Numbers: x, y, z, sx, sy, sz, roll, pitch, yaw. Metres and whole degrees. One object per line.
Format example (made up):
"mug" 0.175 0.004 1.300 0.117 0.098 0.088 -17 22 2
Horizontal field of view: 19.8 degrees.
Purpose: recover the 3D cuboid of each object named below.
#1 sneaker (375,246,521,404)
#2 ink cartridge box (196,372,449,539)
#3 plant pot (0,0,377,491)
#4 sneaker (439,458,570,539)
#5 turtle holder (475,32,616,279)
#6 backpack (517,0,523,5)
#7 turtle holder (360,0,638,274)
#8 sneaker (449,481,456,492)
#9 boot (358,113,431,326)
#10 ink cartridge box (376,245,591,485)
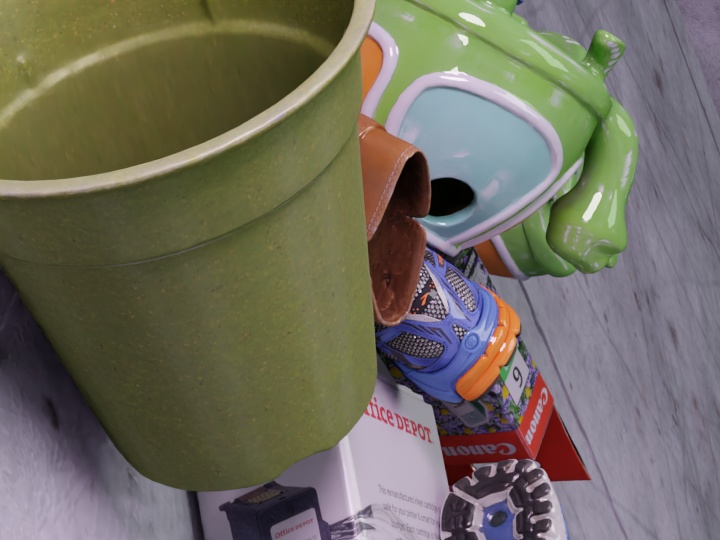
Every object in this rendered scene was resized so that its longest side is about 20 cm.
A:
"sneaker" 0.000 0.000 1.055 0.078 0.200 0.076 43 76 -36
"ink cartridge box" -0.006 0.156 1.004 0.145 0.084 0.201 31 45 -65
"plant pot" -0.072 -0.015 0.858 0.201 0.199 0.191 -82 162 -53
"sneaker" 0.090 0.191 0.997 0.089 0.078 0.201 54 26 -42
"turtle holder" 0.101 -0.086 1.409 0.141 0.131 0.187 6 81 -64
"backpack" 0.075 -0.268 1.452 0.135 0.199 0.183 -81 149 -54
"turtle holder" 0.054 -0.077 1.052 0.185 0.141 0.132 29 89 -53
"sneaker" 0.082 0.211 1.239 0.201 0.081 0.089 -93 171 -45
"boot" -0.035 -0.077 0.956 0.074 0.154 0.201 -33 131 -34
"ink cartridge box" 0.047 0.073 1.187 0.200 0.108 0.050 60 38 -34
